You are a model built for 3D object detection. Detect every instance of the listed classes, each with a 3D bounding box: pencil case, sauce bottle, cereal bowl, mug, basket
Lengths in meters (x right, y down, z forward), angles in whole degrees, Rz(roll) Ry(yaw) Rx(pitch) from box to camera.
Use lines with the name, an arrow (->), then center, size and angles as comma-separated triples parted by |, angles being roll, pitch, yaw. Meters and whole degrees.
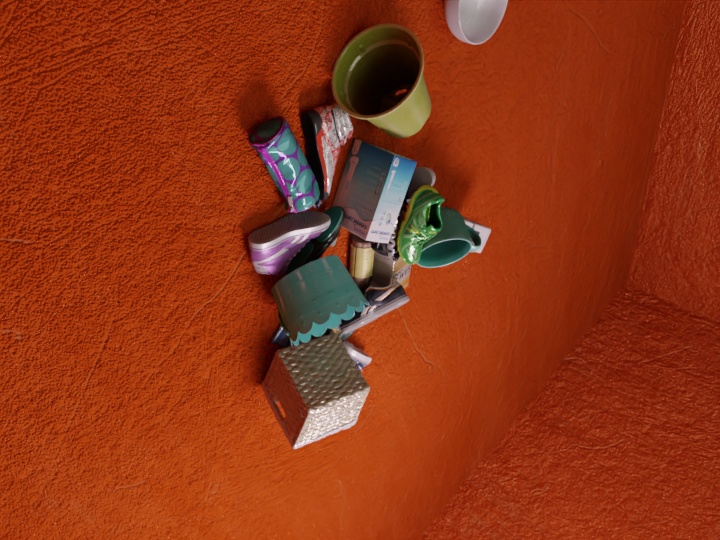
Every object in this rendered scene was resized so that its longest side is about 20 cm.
pencil case -> -0.150, -0.207, 1.068 | 0.201, 0.084, 0.093 | 64, 36, -47
sauce bottle -> 0.000, 0.000, 1.397 | 0.066, 0.066, 0.202 | -23, 132, -38
cereal bowl -> 0.263, -0.645, 1.247 | 0.199, 0.083, 0.202 | -27, 133, -34
mug -> 0.209, -0.089, 1.377 | 0.151, 0.116, 0.184 | -27, 152, 28
basket -> -0.109, 0.291, 1.312 | 0.198, 0.199, 0.162 | -11, 141, -37

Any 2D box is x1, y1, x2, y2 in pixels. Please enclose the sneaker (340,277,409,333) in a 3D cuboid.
sneaker -> 0.026, 0.091, 1.390 | 0.198, 0.080, 0.078 | -29, 170, 8

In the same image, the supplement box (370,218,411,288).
supplement box -> 0.087, -0.029, 1.444 | 0.126, 0.073, 0.202 | -36, 140, -51

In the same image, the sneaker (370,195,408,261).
sneaker -> 0.062, -0.127, 1.289 | 0.066, 0.089, 0.203 | -31, 130, -60

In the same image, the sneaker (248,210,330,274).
sneaker -> -0.156, -0.058, 1.182 | 0.199, 0.073, 0.115 | -23, 134, -25

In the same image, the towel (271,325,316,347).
towel -> -0.130, 0.121, 1.361 | 0.201, 0.024, 0.147 | -56, 142, -4

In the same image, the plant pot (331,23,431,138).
plant pot -> 0.066, -0.382, 1.135 | 0.202, 0.199, 0.184 | -61, 154, 3

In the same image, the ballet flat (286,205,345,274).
ballet flat -> -0.101, -0.064, 1.243 | 0.200, 0.068, 0.068 | -48, 152, 2

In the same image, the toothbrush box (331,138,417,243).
toothbrush box -> 0.025, -0.184, 1.230 | 0.085, 0.146, 0.202 | 5, 109, -46

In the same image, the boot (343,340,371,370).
boot -> -0.027, 0.265, 1.512 | 0.091, 0.073, 0.200 | -52, 155, -4

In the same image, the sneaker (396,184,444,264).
sneaker -> 0.142, -0.097, 1.243 | 0.074, 0.083, 0.202 | -15, 129, -40

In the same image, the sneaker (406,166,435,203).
sneaker -> 0.134, -0.214, 1.332 | 0.115, 0.199, 0.074 | -25, 91, -42

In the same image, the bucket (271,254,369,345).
bucket -> -0.097, 0.067, 1.208 | 0.205, 0.136, 0.207 | -27, 170, -5

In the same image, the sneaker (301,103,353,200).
sneaker -> -0.061, -0.258, 1.150 | 0.107, 0.067, 0.203 | -29, 131, -30

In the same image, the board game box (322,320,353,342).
board game box -> -0.062, 0.137, 1.407 | 0.135, 0.028, 0.201 | -46, 153, -20

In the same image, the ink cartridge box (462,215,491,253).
ink cartridge box -> 0.267, -0.126, 1.547 | 0.199, 0.145, 0.084 | 8, 109, -51
